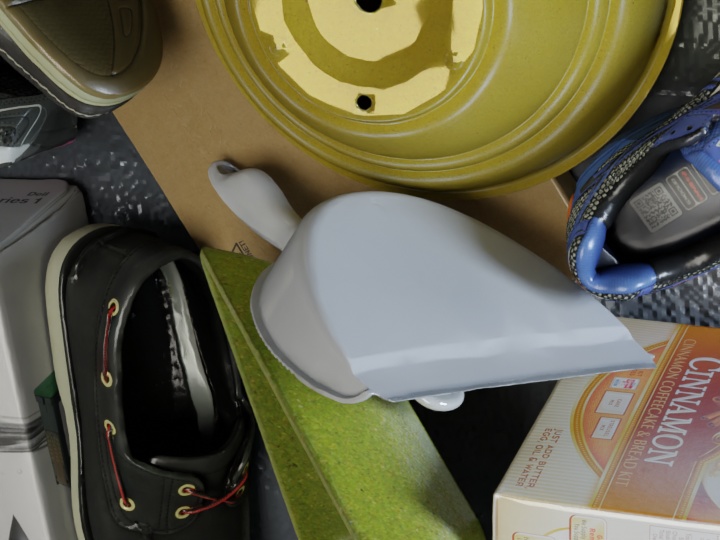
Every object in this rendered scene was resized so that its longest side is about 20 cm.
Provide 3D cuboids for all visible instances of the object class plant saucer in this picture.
[{"bbox_3d":[0.012,0.107,1.042,0.048,0.200,0.200,-24,134,-8],"label":"plant saucer"}]

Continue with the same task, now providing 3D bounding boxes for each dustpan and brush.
[{"bbox_3d":[0.000,0.000,1.011,0.200,0.139,0.057,50,131,37],"label":"dustpan and brush"}]

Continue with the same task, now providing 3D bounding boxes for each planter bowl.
[{"bbox_3d":[0.013,-0.108,0.977,0.200,0.083,0.201,7,112,17],"label":"planter bowl"}]

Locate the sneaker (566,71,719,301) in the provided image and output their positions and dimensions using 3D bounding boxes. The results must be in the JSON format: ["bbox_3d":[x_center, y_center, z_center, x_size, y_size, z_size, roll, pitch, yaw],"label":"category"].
[{"bbox_3d":[0.151,-0.048,0.960,0.075,0.078,0.200,46,117,-2],"label":"sneaker"}]

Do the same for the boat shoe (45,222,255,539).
[{"bbox_3d":[-0.081,0.079,1.131,0.063,0.074,0.202,15,123,48],"label":"boat shoe"}]

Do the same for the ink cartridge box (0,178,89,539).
[{"bbox_3d":[-0.184,0.066,1.176,0.146,0.084,0.201,0,113,25],"label":"ink cartridge box"}]

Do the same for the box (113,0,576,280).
[{"bbox_3d":[-0.013,-0.057,1.073,0.163,0.021,0.200,-27,98,32],"label":"box"}]

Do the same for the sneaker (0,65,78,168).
[{"bbox_3d":[-0.214,-0.099,1.121,0.199,0.080,0.087,15,108,13],"label":"sneaker"}]

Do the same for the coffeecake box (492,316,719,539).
[{"bbox_3d":[0.164,0.088,0.967,0.199,0.154,0.073,6,115,17],"label":"coffeecake box"}]

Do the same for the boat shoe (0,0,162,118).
[{"bbox_3d":[-0.154,-0.135,1.074,0.201,0.072,0.066,51,139,13],"label":"boat shoe"}]
